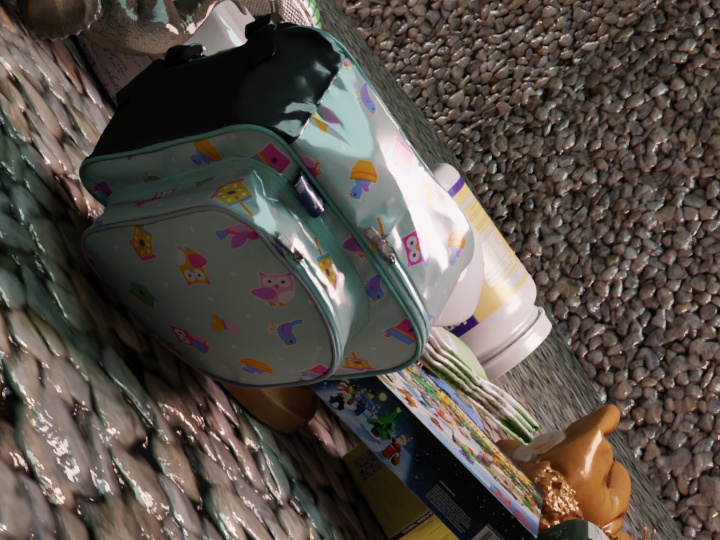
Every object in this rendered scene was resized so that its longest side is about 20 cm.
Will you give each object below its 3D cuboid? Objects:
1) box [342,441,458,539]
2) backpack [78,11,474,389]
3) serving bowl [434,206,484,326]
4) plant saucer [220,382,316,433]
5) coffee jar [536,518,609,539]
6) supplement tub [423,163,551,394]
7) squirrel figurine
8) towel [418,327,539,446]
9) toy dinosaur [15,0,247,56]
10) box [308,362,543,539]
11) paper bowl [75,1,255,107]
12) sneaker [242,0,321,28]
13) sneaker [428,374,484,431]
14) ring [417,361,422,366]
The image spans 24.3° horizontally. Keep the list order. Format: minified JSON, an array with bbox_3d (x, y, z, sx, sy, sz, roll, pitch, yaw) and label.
[{"bbox_3d":[0.058,0.171,1.227,0.075,0.050,0.200,58,9,26],"label":"box"},{"bbox_3d":[-0.042,-0.019,0.932,0.200,0.175,0.154,43,53,-33],"label":"backpack"},{"bbox_3d":[0.002,-0.041,1.154,0.199,0.066,0.200,23,20,-9],"label":"serving bowl"},{"bbox_3d":[-0.088,0.014,1.087,0.201,0.032,0.200,54,8,-11],"label":"plant saucer"},{"bbox_3d":[0.150,0.258,1.227,0.086,0.104,0.200,56,9,-4],"label":"coffee jar"},{"bbox_3d":[0.087,0.009,1.685,0.200,0.145,0.145,54,9,-6],"label":"supplement tub"},{"bbox_3d":[0.201,0.252,1.546,0.188,0.141,0.200,64,21,-9],"label":"squirrel figurine"},{"bbox_3d":[0.050,0.042,1.247,0.200,0.031,0.149,41,7,-45],"label":"towel"},{"bbox_3d":[-0.168,-0.185,1.153,0.199,0.077,0.103,20,52,-43],"label":"toy dinosaur"},{"bbox_3d":[0.035,0.100,1.088,0.200,0.038,0.137,45,9,2],"label":"box"},{"bbox_3d":[-0.124,-0.154,1.284,0.201,0.104,0.201,53,10,-14],"label":"paper bowl"},{"bbox_3d":[-0.064,-0.169,1.401,0.201,0.078,0.085,60,30,-30],"label":"sneaker"},{"bbox_3d":[0.048,0.117,1.343,0.079,0.066,0.200,55,6,22],"label":"sneaker"},{"bbox_3d":[0.000,0.000,1.308,0.200,0.019,0.202,13,74,-51],"label":"ring"}]
